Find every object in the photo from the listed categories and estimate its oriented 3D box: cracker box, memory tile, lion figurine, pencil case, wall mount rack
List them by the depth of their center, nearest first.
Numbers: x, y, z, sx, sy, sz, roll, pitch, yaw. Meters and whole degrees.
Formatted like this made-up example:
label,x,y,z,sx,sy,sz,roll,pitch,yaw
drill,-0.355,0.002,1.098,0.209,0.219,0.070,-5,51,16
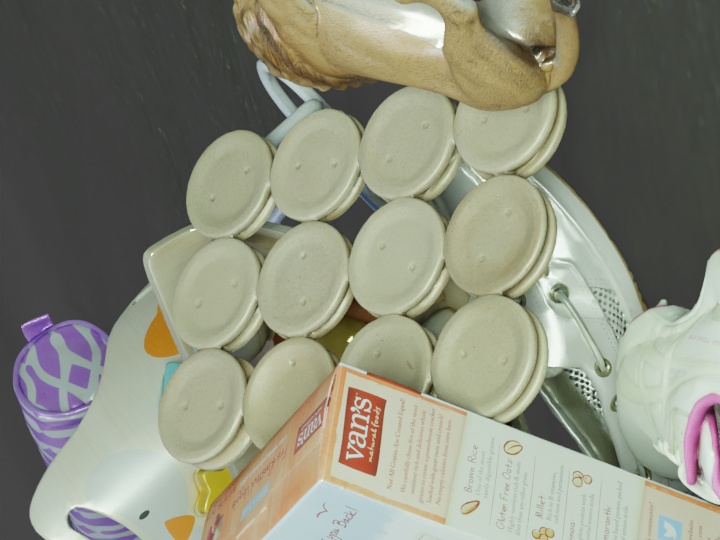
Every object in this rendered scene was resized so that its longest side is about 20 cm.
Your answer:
label,x,y,z,sx,sy,sz,roll,pitch,yaw
lion figurine,0.019,-0.097,1.003,0.199,0.073,0.123,27,159,35
cracker box,0.049,0.120,1.017,0.199,0.058,0.134,21,144,-16
memory tile,-0.001,0.001,1.051,0.199,0.154,0.017,-11,154,38
wall mount rack,0.000,0.000,1.214,0.200,0.075,0.174,46,169,10
pencil case,-0.184,0.118,1.804,0.201,0.084,0.086,79,166,-52

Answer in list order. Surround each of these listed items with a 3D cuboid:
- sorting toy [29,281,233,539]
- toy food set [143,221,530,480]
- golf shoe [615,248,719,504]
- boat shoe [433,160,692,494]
label,x,y,z,sx,sy,sz,roll,pitch,yaw
sorting toy,-0.091,0.126,1.474,0.200,0.180,0.107,54,159,-17
toy food set,-0.004,0.061,1.123,0.199,0.060,0.144,15,135,46
golf shoe,0.136,0.055,0.985,0.075,0.092,0.200,18,157,-3
boat shoe,0.080,0.023,1.096,0.200,0.069,0.071,52,162,-8
